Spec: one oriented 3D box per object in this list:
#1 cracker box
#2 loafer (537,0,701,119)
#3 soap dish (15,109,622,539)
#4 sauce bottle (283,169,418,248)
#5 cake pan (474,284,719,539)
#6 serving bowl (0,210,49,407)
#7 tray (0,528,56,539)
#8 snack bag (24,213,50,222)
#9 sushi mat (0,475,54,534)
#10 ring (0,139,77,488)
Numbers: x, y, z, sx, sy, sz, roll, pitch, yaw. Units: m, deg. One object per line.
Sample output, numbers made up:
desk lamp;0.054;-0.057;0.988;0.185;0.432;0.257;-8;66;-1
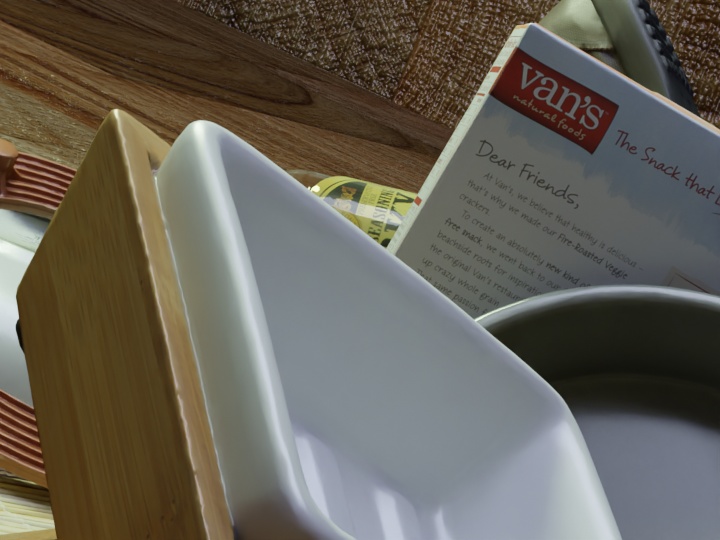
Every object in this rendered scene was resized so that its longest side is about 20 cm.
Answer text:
cracker box;0.063;0.034;0.938;0.134;0.201;0.058;31;3;-3
loafer;0.110;-0.020;1.063;0.073;0.071;0.201;39;29;-59
soap dish;-0.004;0.068;0.722;0.200;0.081;0.158;38;25;-43
sauce bottle;0.000;0.000;1.004;0.199;0.065;0.065;12;7;5
cake pan;0.087;0.095;0.844;0.199;0.201;0.037;24;-34;15
serving bowl;-0.138;0.017;1.084;0.199;0.066;0.200;22;7;-3
tray;-0.089;0.108;0.704;0.098;0.037;0.200;25;7;22
snack bag;-0.058;-0.018;1.194;0.199;0.022;0.189;5;-6;8
sushi mat;-0.082;0.091;0.923;0.199;0.012;0.096;16;11;-42
ring;-0.105;0.013;1.003;0.200;0.019;0.201;23;29;-14
